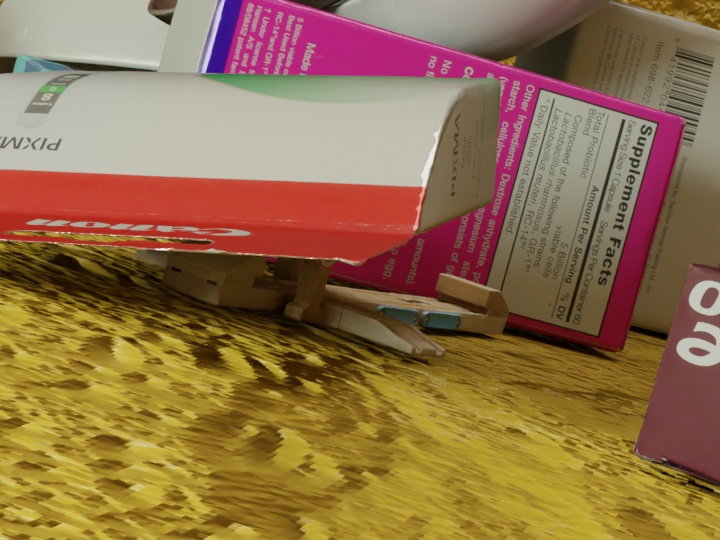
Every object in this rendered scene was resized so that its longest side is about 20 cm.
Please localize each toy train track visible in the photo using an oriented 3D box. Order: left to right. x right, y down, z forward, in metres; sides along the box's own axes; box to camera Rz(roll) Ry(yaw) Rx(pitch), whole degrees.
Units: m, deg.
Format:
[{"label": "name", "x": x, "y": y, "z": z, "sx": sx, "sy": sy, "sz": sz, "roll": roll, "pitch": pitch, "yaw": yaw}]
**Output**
[{"label": "toy train track", "x": 0.000, "y": 0.000, "z": 0.822, "sx": 0.114, "sy": 0.033, "sz": 0.200, "roll": 19, "pitch": 5, "yaw": 29}]

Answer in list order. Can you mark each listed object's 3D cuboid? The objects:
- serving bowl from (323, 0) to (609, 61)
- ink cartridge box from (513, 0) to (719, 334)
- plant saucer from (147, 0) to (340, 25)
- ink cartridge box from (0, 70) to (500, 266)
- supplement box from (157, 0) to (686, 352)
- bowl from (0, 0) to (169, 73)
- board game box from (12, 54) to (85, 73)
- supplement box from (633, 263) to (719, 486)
[{"label": "serving bowl", "x": 0.074, "y": -0.144, "z": 1.071, "sx": 0.066, "sy": 0.199, "sz": 0.200, "roll": 57, "pitch": -6, "yaw": -14}, {"label": "ink cartridge box", "x": 0.167, "y": -0.040, "z": 1.153, "sx": 0.199, "sy": 0.146, "sz": 0.083, "roll": 14, "pitch": 3, "yaw": -16}, {"label": "plant saucer", "x": -0.005, "y": -0.158, "z": 1.080, "sx": 0.035, "sy": 0.200, "sz": 0.200, "roll": 58, "pitch": -9, "yaw": -16}, {"label": "ink cartridge box", "x": -0.052, "y": -0.037, "z": 0.722, "sx": 0.160, "sy": 0.051, "sz": 0.200, "roll": 3, "pitch": 5, "yaw": 13}, {"label": "supplement box", "x": 0.016, "y": -0.043, "z": 0.964, "sx": 0.199, "sy": 0.104, "sz": 0.101, "roll": 16, "pitch": 3, "yaw": -15}, {"label": "bowl", "x": -0.077, "y": -0.109, "z": 1.237, "sx": 0.198, "sy": 0.075, "sz": 0.200, "roll": 9, "pitch": -11, "yaw": 19}, {"label": "board game box", "x": -0.062, "y": -0.050, "z": 1.103, "sx": 0.199, "sy": 0.047, "sz": 0.151, "roll": 15, "pitch": 5, "yaw": -16}, {"label": "supplement box", "x": 0.187, "y": 0.051, "z": 0.681, "sx": 0.199, "sy": 0.061, "sz": 0.109, "roll": 10, "pitch": 7, "yaw": -42}]
